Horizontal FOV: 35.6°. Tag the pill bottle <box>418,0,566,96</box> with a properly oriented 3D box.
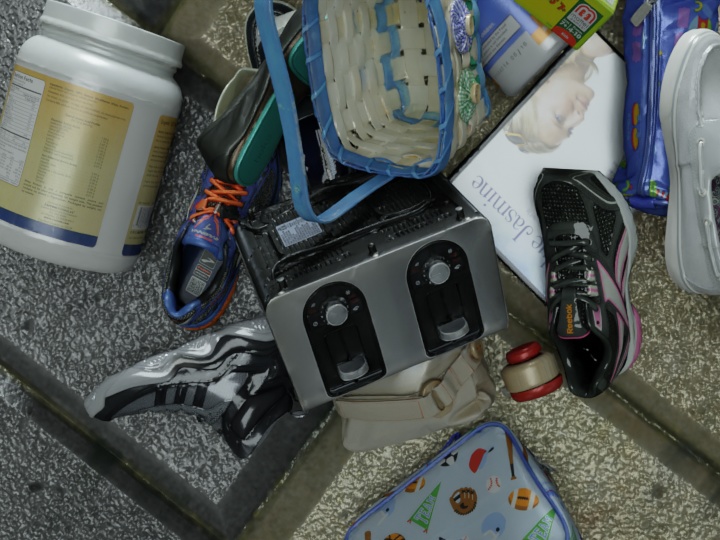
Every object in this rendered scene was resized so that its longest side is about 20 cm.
[{"bbox_3d":[0.097,-0.254,0.927,0.112,0.112,0.200,-43,90,7],"label":"pill bottle"}]

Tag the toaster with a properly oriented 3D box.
[{"bbox_3d":[0.000,0.000,0.886,0.178,0.200,0.120,-21,117,-7],"label":"toaster"}]

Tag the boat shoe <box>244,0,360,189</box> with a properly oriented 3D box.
[{"bbox_3d":[-0.048,-0.142,0.976,0.073,0.062,0.203,-20,91,9],"label":"boat shoe"}]

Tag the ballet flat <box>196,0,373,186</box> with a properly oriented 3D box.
[{"bbox_3d":[-0.068,-0.164,0.923,0.068,0.068,0.201,35,85,27],"label":"ballet flat"}]

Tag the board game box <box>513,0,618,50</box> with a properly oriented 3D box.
[{"bbox_3d":[0.166,-0.274,0.878,0.101,0.202,0.048,34,141,-10],"label":"board game box"}]

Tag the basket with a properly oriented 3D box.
[{"bbox_3d":[0.007,-0.151,0.837,0.138,0.199,0.179,14,123,43],"label":"basket"}]

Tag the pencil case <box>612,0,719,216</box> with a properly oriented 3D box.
[{"bbox_3d":[0.247,-0.146,0.915,0.077,0.086,0.204,7,98,39],"label":"pencil case"}]

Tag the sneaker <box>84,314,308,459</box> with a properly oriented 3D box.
[{"bbox_3d":[-0.143,0.121,0.999,0.197,0.075,0.116,-22,90,4],"label":"sneaker"}]

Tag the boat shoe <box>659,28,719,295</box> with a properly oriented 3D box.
[{"bbox_3d":[0.271,-0.081,0.853,0.071,0.068,0.204,0,96,-30],"label":"boat shoe"}]

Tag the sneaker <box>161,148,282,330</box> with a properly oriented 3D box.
[{"bbox_3d":[-0.123,-0.038,0.983,0.074,0.078,0.204,18,96,3],"label":"sneaker"}]

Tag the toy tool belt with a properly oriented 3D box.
[{"bbox_3d":[0.060,0.069,0.949,0.197,0.125,0.125,-20,92,20],"label":"toy tool belt"}]

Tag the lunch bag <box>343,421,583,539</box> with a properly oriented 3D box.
[{"bbox_3d":[0.089,0.232,0.962,0.199,0.076,0.161,-37,50,6],"label":"lunch bag"}]

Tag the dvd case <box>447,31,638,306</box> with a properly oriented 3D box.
[{"bbox_3d":[0.181,-0.091,0.979,0.143,0.018,0.200,43,97,0],"label":"dvd case"}]

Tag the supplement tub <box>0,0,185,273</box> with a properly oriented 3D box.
[{"bbox_3d":[-0.234,-0.113,0.955,0.142,0.144,0.204,18,96,4],"label":"supplement tub"}]

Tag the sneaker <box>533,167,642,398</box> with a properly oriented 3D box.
[{"bbox_3d":[0.185,0.015,0.917,0.079,0.086,0.203,-6,115,34],"label":"sneaker"}]
